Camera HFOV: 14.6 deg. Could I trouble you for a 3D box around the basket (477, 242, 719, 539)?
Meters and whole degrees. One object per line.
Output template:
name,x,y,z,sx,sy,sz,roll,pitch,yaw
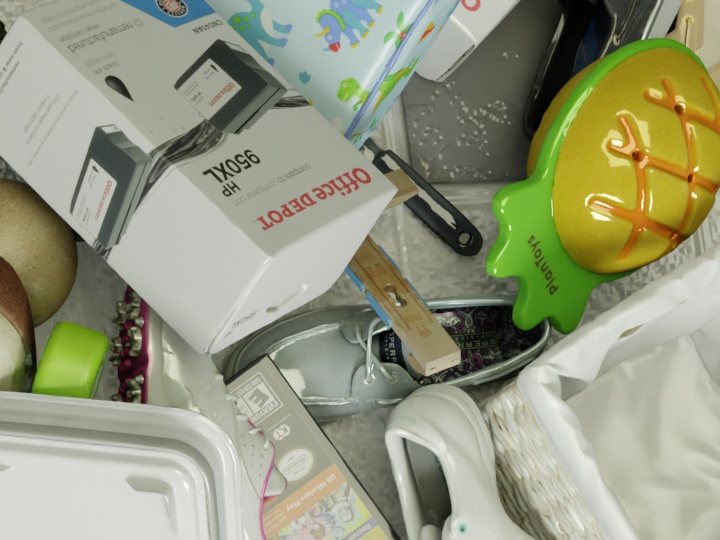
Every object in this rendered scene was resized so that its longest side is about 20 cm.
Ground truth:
basket,0.197,0.110,1.666,0.198,0.161,0.200,-30,86,-21

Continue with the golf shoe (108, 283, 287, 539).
golf shoe,-0.091,0.092,1.585,0.091,0.075,0.201,-5,90,-18

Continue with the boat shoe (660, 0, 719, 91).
boat shoe,0.204,-0.129,1.783,0.069,0.074,0.201,12,72,0

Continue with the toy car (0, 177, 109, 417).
toy car,-0.213,0.011,1.601,0.164,0.158,0.200,19,46,-1

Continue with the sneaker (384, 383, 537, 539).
sneaker,0.065,0.167,1.621,0.075,0.088,0.200,-29,91,22

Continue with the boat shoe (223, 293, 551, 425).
boat shoe,0.019,0.046,1.675,0.200,0.072,0.070,-10,80,-17

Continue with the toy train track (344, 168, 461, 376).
toy train track,0.000,0.000,1.661,0.114,0.033,0.200,-20,46,-20

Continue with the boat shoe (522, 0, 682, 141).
boat shoe,0.149,-0.164,1.750,0.066,0.070,0.200,21,89,-41

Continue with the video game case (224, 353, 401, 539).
video game case,-0.082,0.178,1.617,0.200,0.026,0.181,-36,88,-10

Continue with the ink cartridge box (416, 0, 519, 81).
ink cartridge box,0.067,-0.241,1.757,0.148,0.086,0.200,41,67,-3

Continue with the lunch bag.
lunch bag,-0.033,-0.166,1.652,0.161,0.082,0.200,36,112,8

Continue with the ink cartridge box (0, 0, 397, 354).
ink cartridge box,-0.099,-0.066,1.573,0.200,0.084,0.145,44,35,11

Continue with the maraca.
maraca,0.147,-0.051,1.672,0.200,0.107,0.137,-47,127,-21

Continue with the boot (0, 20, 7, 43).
boot,-0.222,-0.158,1.658,0.200,0.077,0.139,29,65,-9

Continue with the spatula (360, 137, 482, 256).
spatula,0.001,-0.080,1.728,0.200,0.021,0.057,42,89,-7

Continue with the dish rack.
dish rack,-0.148,0.165,1.521,0.171,0.200,0.044,4,30,13
